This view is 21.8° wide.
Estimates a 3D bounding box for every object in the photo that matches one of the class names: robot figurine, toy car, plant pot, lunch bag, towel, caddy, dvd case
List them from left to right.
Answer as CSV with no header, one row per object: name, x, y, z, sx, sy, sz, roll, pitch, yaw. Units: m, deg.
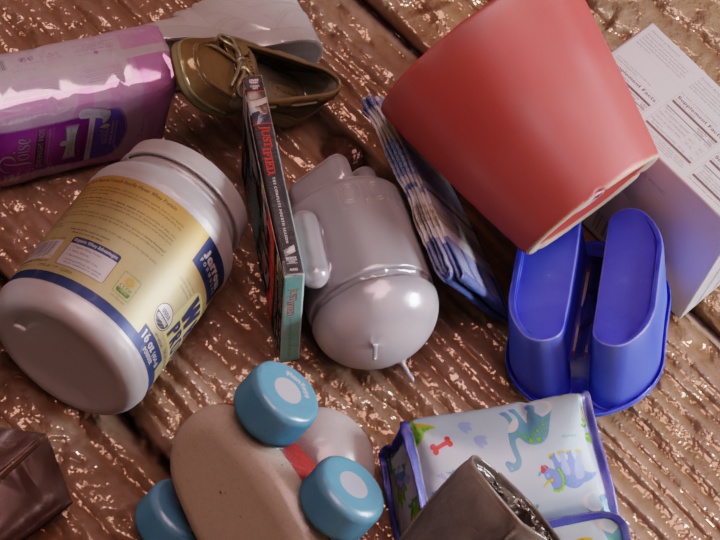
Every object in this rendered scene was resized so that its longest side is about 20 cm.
dvd case,-0.077,-0.044,1.602,0.022,0.147,0.202,-9,60,-9
toy car,-0.039,0.176,1.487,0.199,0.185,0.177,-9,56,-52
robot figurine,0.000,0.000,1.611,0.169,0.113,0.202,16,47,-47
towel,0.067,-0.054,1.663,0.024,0.147,0.201,-30,64,13
lunch bag,0.120,0.213,1.506,0.168,0.128,0.202,-7,72,-13
plant pot,0.146,-0.126,1.584,0.200,0.200,0.178,-32,82,-28
caddy,0.200,0.036,1.646,0.140,0.106,0.201,3,49,14

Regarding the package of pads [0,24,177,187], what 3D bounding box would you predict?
package of pads,-0.262,-0.142,1.633,0.198,0.121,0.076,-15,62,-22

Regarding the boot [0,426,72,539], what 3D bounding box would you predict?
boot,-0.343,0.172,1.448,0.186,0.064,0.200,44,61,-1

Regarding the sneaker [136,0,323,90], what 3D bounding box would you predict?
sneaker,-0.144,-0.237,1.757,0.198,0.074,0.116,-5,58,-28

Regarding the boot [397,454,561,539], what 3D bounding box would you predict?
boot,0.076,0.266,1.410,0.200,0.073,0.182,-42,97,5

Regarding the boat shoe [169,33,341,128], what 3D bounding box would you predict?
boat shoe,-0.093,-0.173,1.664,0.200,0.063,0.074,15,58,-56

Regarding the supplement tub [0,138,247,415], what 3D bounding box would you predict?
supplement tub,-0.193,0.002,1.544,0.143,0.145,0.201,30,57,6

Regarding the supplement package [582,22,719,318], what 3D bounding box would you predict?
supplement package,0.279,-0.090,1.711,0.110,0.156,0.200,-34,71,-27
